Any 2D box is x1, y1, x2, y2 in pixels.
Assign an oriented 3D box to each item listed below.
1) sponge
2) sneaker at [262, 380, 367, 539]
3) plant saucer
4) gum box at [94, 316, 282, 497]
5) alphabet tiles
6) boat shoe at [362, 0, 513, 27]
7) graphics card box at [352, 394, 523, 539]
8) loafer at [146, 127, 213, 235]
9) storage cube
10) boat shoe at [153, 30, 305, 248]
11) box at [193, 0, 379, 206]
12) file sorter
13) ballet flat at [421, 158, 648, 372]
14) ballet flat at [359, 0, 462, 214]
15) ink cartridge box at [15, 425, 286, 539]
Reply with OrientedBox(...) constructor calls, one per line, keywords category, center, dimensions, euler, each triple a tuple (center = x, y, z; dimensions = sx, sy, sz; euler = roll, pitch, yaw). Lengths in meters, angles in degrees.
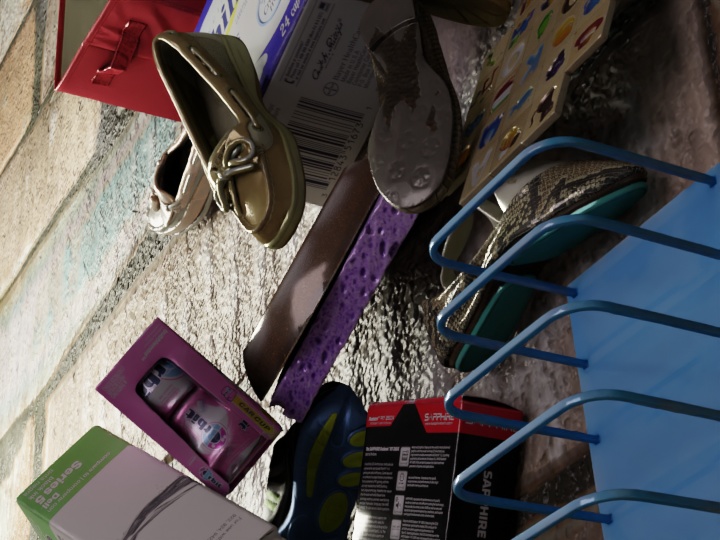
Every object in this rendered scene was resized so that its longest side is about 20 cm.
OrientedBox(category="sponge", center=(0.000, 0.000, 1.038), dimensions=(0.201, 0.030, 0.112), euler=(-61, 3, 20))
OrientedBox(category="sneaker", center=(-0.039, 0.170, 1.089), dimensions=(0.083, 0.070, 0.201), euler=(-93, 22, -69))
OrientedBox(category="plant saucer", center=(-0.036, 0.000, 1.080), dimensions=(0.201, 0.032, 0.200), euler=(-60, 3, 5))
OrientedBox(category="gum box", center=(-0.118, 0.101, 1.073), dimensions=(0.066, 0.113, 0.200), euler=(-49, -2, -7))
OrientedBox(category="alphabet tiles", center=(0.108, -0.133, 0.899), dimensions=(0.166, 0.006, 0.201), euler=(-45, 20, 48))
OrientedBox(category="boat shoe", center=(0.019, -0.225, 1.031), dimensions=(0.200, 0.073, 0.063), euler=(19, 79, 24))
OrientedBox(category="graphics card box", center=(0.040, 0.182, 0.928), dimensions=(0.125, 0.051, 0.201), euler=(-14, 65, 61))
OrientedBox(category="loafer", center=(-0.170, -0.097, 1.429), dimensions=(0.200, 0.063, 0.072), euler=(-44, 60, 48))
OrientedBox(category="storage cube", center=(-0.174, -0.259, 1.407), dimensions=(0.171, 0.179, 0.201), euler=(-42, 44, 50))
OrientedBox(category="boat shoe", center=(-0.097, -0.098, 1.082), dimensions=(0.073, 0.063, 0.201), euler=(-51, 47, 38))
OrientedBox(category="box", center=(-0.052, -0.189, 1.214), dimensions=(0.184, 0.104, 0.200), euler=(-61, 30, 29))
OrientedBox(category="file sorter", center=(0.118, 0.053, 0.747), dimensions=(0.139, 0.122, 0.201), euler=(-44, 41, 47))
OrientedBox(category="ballet flat", center=(0.089, -0.019, 0.888), dimensions=(0.076, 0.068, 0.200), euler=(59, 138, 22))
OrientedBox(category="ballet flat", center=(0.036, -0.107, 0.962), dimensions=(0.067, 0.046, 0.201), euler=(-28, 43, 18))
OrientedBox(category="ink cartridge box", center=(-0.123, 0.210, 1.012), dimensions=(0.199, 0.146, 0.084), euler=(21, 53, 43))
